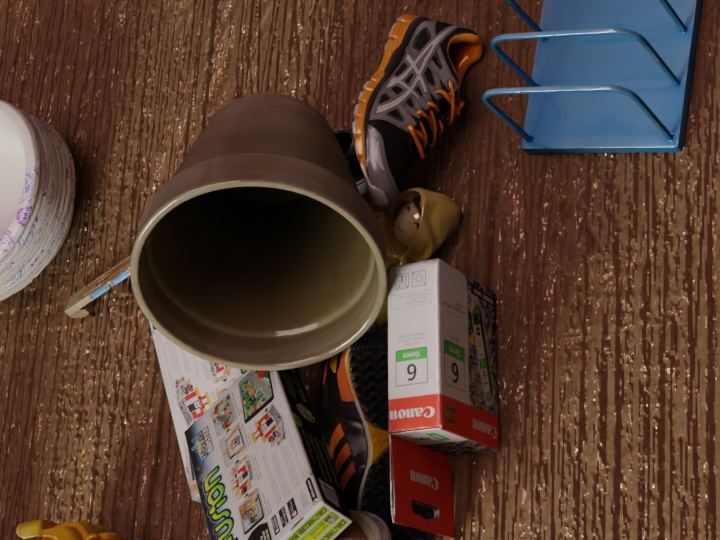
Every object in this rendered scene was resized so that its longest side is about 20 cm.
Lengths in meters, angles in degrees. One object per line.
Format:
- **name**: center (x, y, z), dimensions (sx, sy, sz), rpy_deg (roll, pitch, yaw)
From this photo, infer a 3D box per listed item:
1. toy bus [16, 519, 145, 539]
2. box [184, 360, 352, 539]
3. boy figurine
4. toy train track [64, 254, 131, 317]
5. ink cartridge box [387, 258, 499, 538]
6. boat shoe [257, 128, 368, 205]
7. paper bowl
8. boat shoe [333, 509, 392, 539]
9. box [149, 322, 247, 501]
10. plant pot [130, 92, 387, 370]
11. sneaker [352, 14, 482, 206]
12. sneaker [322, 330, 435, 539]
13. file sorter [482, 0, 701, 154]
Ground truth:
- **toy bus**: center (-0.194, 0.299, 1.182), dimensions (0.191, 0.136, 0.201), rpy_deg (-20, 62, 10)
- **box**: center (-0.078, 0.161, 1.095), dimensions (0.110, 0.035, 0.200), rpy_deg (-44, 33, 13)
- **boy figurine**: center (0.000, 0.000, 1.191), dimensions (0.199, 0.064, 0.125), rpy_deg (-31, 52, 22)
- **toy train track**: center (-0.211, 0.000, 1.327), dimensions (0.199, 0.033, 0.115), rpy_deg (-30, 30, 33)
- **ink cartridge box**: center (0.067, 0.103, 1.088), dimensions (0.050, 0.109, 0.202), rpy_deg (-11, 69, 28)
- **boat shoe**: center (-0.075, -0.077, 1.258), dimensions (0.198, 0.068, 0.074), rpy_deg (-15, 67, 27)
- **paper bowl**: center (-0.376, -0.067, 1.417), dimensions (0.199, 0.104, 0.202), rpy_deg (-11, 68, 28)
- **boat shoe**: center (-0.048, 0.220, 1.101), dimensions (0.200, 0.071, 0.076), rpy_deg (-12, 92, 61)
- **box**: center (-0.123, 0.095, 1.242), dimensions (0.110, 0.035, 0.201), rpy_deg (-29, 61, 21)
- **plant pot**: center (-0.079, -0.048, 1.124), dimensions (0.199, 0.200, 0.174), rpy_deg (-27, 37, 21)
- **sneaker**: center (0.049, -0.142, 1.181), dimensions (0.077, 0.078, 0.201), rpy_deg (5, 59, 21)
- **sneaker**: center (0.008, 0.154, 1.145), dimensions (0.090, 0.069, 0.202), rpy_deg (-20, 74, 62)
- **file sorter**: center (0.187, -0.209, 1.110), dimensions (0.138, 0.122, 0.202), rpy_deg (2, 76, 32)
